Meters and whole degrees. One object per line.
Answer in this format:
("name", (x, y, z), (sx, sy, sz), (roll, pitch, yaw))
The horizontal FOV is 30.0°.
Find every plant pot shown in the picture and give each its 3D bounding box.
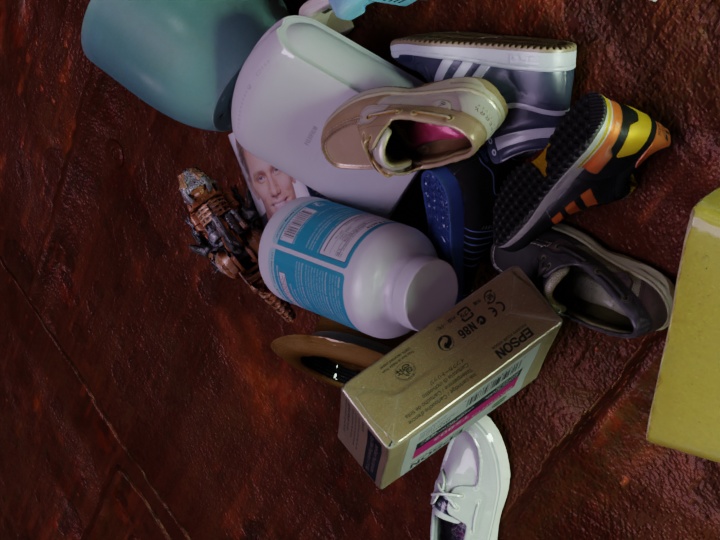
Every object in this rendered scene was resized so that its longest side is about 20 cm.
("plant pot", (0.349, 0.041, 0.962), (0.200, 0.194, 0.196), (21, 122, 31))
("plant pot", (-0.163, -0.242, 1.404), (0.161, 0.200, 0.201), (44, 135, 14))

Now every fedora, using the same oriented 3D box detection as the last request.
("fedora", (0.004, 0.076, 1.407), (0.200, 0.200, 0.082), (1, 68, 48))

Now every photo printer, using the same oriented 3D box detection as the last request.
("photo printer", (-0.027, -0.149, 1.308), (0.200, 0.070, 0.166), (30, 141, -4))

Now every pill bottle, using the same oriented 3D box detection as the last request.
("pill bottle", (0.000, 0.000, 1.295), (0.200, 0.111, 0.111), (21, 121, 45))

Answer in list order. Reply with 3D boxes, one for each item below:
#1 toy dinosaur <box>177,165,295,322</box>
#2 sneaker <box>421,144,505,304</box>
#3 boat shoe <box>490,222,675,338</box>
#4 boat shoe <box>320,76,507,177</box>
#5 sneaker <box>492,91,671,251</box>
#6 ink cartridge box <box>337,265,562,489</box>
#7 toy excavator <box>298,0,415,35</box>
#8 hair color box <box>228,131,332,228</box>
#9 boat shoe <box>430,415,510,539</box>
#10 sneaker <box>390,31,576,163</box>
("toy dinosaur", (-0.141, -0.027, 1.495), (0.136, 0.102, 0.200), (-125, 21, -77))
("sneaker", (0.105, -0.039, 1.288), (0.070, 0.078, 0.200), (53, 161, 31))
("boat shoe", (0.189, 0.008, 1.211), (0.201, 0.066, 0.072), (25, 124, 40))
("boat shoe", (0.034, -0.120, 1.195), (0.200, 0.069, 0.074), (-11, 128, 42))
("sneaker", (0.189, -0.070, 1.164), (0.200, 0.090, 0.070), (127, 152, -50))
("ink cartridge box", (0.079, 0.102, 1.236), (0.075, 0.200, 0.165), (51, 166, 17))
("toy excavator", (-0.007, -0.274, 1.269), (0.200, 0.194, 0.100), (-24, 88, 22))
("hair color box", (-0.063, -0.076, 1.461), (0.100, 0.060, 0.200), (-22, 89, 50))
("boat shoe", (0.104, 0.242, 1.407), (0.072, 0.068, 0.200), (32, 128, 36))
("sneaker", (0.107, -0.159, 1.227), (0.200, 0.070, 0.109), (14, 114, 41))
